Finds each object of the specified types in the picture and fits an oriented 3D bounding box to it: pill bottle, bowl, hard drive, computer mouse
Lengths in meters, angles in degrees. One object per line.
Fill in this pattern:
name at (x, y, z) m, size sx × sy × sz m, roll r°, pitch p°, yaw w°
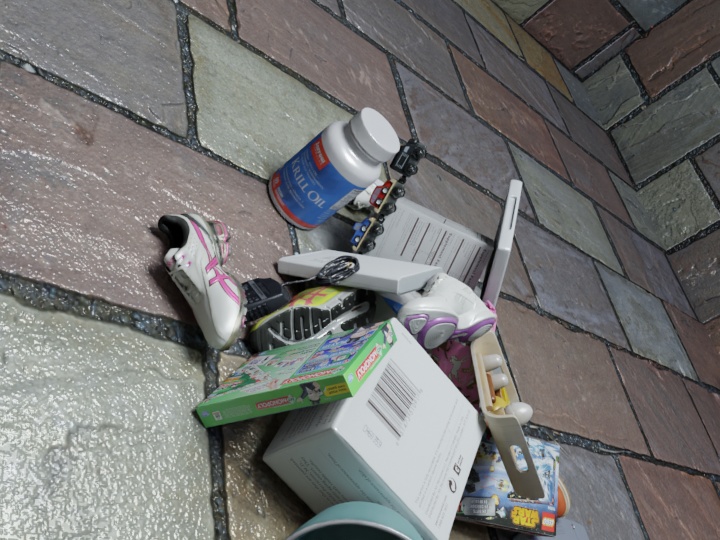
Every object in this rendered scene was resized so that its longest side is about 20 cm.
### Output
pill bottle at (-0.039, -0.159, 1.154) m, size 0.112 × 0.200 × 0.112 m, roll 34°, pitch 36°, yaw -29°
bowl at (-0.002, 0.324, 0.775) m, size 0.201 × 0.201 × 0.105 m, roll 51°, pitch 11°, yaw -6°
hard drive at (0.000, 0.000, 1.081) m, size 0.132 × 0.200 × 0.027 m, roll -13°, pitch 108°, yaw -57°
computer mouse at (-0.089, 0.025, 0.982) m, size 0.200 × 0.034 × 0.059 m, roll -18°, pitch 34°, yaw -19°

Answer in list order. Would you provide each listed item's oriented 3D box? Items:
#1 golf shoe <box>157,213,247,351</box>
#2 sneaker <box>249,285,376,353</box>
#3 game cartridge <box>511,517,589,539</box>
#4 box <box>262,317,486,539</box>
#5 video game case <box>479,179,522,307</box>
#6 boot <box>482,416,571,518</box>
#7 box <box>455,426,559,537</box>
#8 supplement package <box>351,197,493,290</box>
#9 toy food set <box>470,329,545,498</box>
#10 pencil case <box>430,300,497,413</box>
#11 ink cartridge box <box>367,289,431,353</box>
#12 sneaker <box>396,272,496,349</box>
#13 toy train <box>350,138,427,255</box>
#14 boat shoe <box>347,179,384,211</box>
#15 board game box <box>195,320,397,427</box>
golf shoe at (-0.197, 0.013, 0.906) m, size 0.092 × 0.073 × 0.200 m, roll 14°, pitch 39°, yaw -39°
sneaker at (-0.075, 0.067, 1.023) m, size 0.200 × 0.090 × 0.078 m, roll -16°, pitch 112°, yaw -41°
game cartridge at (0.317, 0.463, 1.193) m, size 0.200 × 0.040 × 0.134 m, roll 17°, pitch 51°, yaw -45°
box at (0.025, 0.205, 0.904) m, size 0.200 × 0.131 × 0.199 m, roll 49°, pitch 40°, yaw -14°
video game case at (0.221, -0.016, 1.209) m, size 0.024 × 0.200 × 0.182 m, roll 13°, pitch 43°, yaw 7°
boot at (0.247, 0.334, 1.192) m, size 0.200 × 0.075 × 0.107 m, roll 45°, pitch 34°, yaw 4°
box at (0.208, 0.309, 1.110) m, size 0.200 × 0.040 × 0.137 m, roll 20°, pitch 65°, yaw -26°
supplement package at (0.105, -0.038, 1.222) m, size 0.200 × 0.110 × 0.114 m, roll 26°, pitch 13°, yaw 5°
toy food set at (0.207, 0.192, 1.028) m, size 0.200 × 0.060 × 0.144 m, roll -86°, pitch 154°, yaw -62°
pencil case at (0.152, 0.141, 1.136) m, size 0.086 × 0.083 × 0.200 m, roll -9°, pitch 112°, yaw -46°
ink cartridge box at (0.079, 0.071, 1.189) m, size 0.200 × 0.067 × 0.116 m, roll 8°, pitch 35°, yaw -50°
sneaker at (0.100, 0.051, 1.002) m, size 0.200 × 0.075 × 0.100 m, roll 6°, pitch 45°, yaw -54°
toy train at (0.038, -0.111, 1.145) m, size 0.046 × 0.200 × 0.034 m, roll 30°, pitch 13°, yaw 5°
boat shoe at (-0.007, -0.141, 1.324) m, size 0.200 × 0.071 × 0.070 m, roll 44°, pitch 60°, yaw -24°
board game box at (-0.071, 0.116, 0.846) m, size 0.029 × 0.200 × 0.135 m, roll 67°, pitch 29°, yaw -13°
